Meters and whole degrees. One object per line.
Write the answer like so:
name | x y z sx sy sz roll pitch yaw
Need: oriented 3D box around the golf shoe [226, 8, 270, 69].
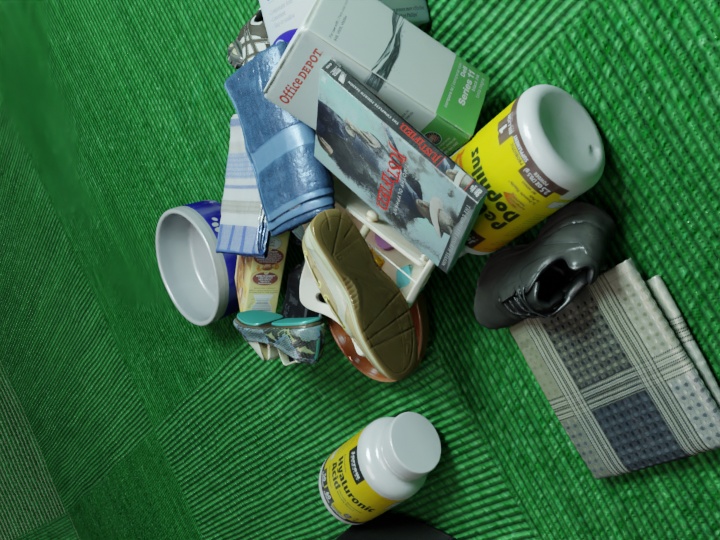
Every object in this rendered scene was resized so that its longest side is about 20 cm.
golf shoe | -0.115 -0.283 0.992 0.096 0.077 0.201 -57 45 19

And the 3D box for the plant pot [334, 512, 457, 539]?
plant pot | 0.056 0.467 1.060 0.175 0.198 0.205 -20 91 39

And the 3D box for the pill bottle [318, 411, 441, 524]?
pill bottle | 0.028 0.273 1.059 0.113 0.110 0.200 57 138 14

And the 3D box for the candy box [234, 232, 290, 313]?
candy box | -0.149 -0.033 1.142 0.117 0.054 0.204 -113 30 -49

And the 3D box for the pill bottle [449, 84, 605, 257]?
pill bottle | 0.142 -0.089 0.773 0.199 0.108 0.111 -38 77 49

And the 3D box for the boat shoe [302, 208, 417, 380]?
boat shoe | -0.002 0.030 0.856 0.204 0.073 0.066 64 151 1

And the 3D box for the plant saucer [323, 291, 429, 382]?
plant saucer | 0.020 0.050 1.035 0.198 0.032 0.206 24 123 43

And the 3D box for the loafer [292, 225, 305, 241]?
loafer | -0.080 -0.112 1.043 0.072 0.062 0.202 -49 58 26

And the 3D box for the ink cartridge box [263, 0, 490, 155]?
ink cartridge box | 0.013 -0.193 0.799 0.197 0.085 0.146 30 155 -16

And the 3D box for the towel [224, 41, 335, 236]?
towel | -0.093 -0.151 0.884 0.110 0.048 0.206 -20 83 45

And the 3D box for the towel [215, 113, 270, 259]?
towel | -0.155 -0.122 1.047 0.145 0.023 0.206 7 89 53

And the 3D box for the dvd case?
dvd case | 0.031 -0.099 0.754 0.199 0.022 0.147 42 157 12

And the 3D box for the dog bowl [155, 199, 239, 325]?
dog bowl | -0.269 -0.015 1.304 0.198 0.078 0.205 23 123 41

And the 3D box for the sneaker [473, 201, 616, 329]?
sneaker | 0.176 0.014 0.780 0.075 0.092 0.200 30 139 -8

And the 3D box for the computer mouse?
computer mouse | -0.058 0.044 1.065 0.139 0.045 0.206 27 113 49

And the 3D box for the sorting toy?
sorting toy | 0.000 0.000 0.933 0.199 0.106 0.183 38 114 24

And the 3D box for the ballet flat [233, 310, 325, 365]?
ballet flat | -0.117 0.096 1.055 0.198 0.073 0.076 3 108 55

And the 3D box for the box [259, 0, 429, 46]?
box | -0.036 -0.354 0.871 0.182 0.103 0.206 -7 100 49

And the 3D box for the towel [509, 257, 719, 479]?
towel | 0.264 0.105 0.783 0.203 0.034 0.192 61 143 8
